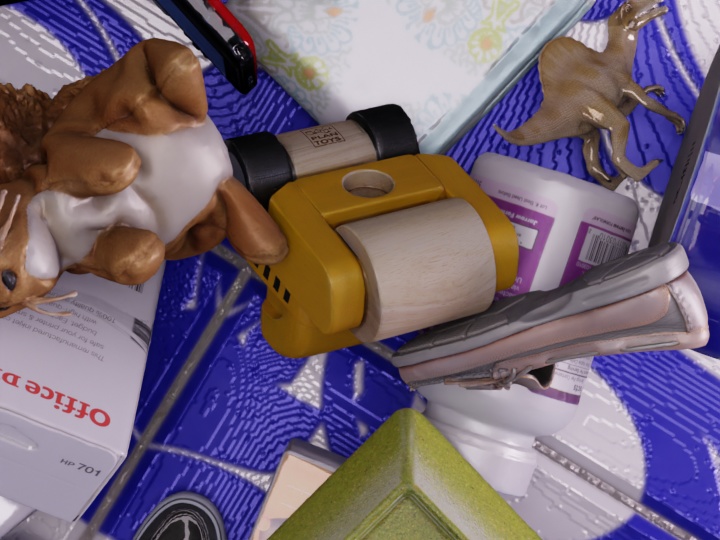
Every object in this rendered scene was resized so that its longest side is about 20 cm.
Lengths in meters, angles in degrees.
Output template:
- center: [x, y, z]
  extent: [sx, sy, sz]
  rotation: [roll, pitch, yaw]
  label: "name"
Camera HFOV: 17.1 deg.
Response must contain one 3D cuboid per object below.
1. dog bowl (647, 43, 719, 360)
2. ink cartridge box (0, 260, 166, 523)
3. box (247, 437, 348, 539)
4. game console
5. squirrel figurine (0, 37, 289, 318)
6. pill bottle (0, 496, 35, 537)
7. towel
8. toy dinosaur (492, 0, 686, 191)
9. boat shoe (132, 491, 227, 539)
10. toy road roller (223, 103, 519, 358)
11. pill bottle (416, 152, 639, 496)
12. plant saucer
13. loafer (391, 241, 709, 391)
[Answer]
- center: [0.232, -0.046, 1.462]
  extent: [0.078, 0.200, 0.201]
  rotation: [18, 91, 3]
  label: "dog bowl"
- center: [-0.207, 0.032, 1.456]
  extent: [0.146, 0.201, 0.086]
  rotation: [24, 136, -17]
  label: "ink cartridge box"
- center: [-0.013, 0.229, 1.518]
  extent: [0.152, 0.106, 0.201]
  rotation: [21, 91, 0]
  label: "box"
- center: [-0.159, -0.150, 1.464]
  extent: [0.119, 0.200, 0.172]
  rotation: [-42, 90, -2]
  label: "game console"
- center: [-0.178, -0.040, 1.390]
  extent: [0.186, 0.200, 0.142]
  rotation: [-34, 122, -18]
  label: "squirrel figurine"
- center: [-0.277, 0.081, 1.517]
  extent: [0.111, 0.111, 0.200]
  rotation: [-38, 91, 1]
  label: "pill bottle"
- center: [0.034, -0.174, 1.542]
  extent: [0.171, 0.048, 0.200]
  rotation: [44, 91, 3]
  label: "towel"
- center: [0.143, -0.099, 1.509]
  extent: [0.101, 0.058, 0.200]
  rotation: [51, 49, -6]
  label: "toy dinosaur"
- center: [-0.138, 0.242, 1.545]
  extent: [0.068, 0.057, 0.201]
  rotation: [20, 91, 1]
  label: "boat shoe"
- center: [0.000, 0.000, 1.457]
  extent: [0.122, 0.200, 0.147]
  rotation: [-14, 126, -23]
  label: "toy road roller"
- center: [0.095, 0.035, 1.510]
  extent: [0.112, 0.112, 0.201]
  rotation: [19, 91, 1]
  label: "pill bottle"
- center: [0.027, 0.220, 1.440]
  extent: [0.200, 0.048, 0.200]
  rotation: [-44, 90, 0]
  label: "plant saucer"
- center: [0.110, 0.044, 1.400]
  extent: [0.199, 0.072, 0.063]
  rotation: [-21, 98, 31]
  label: "loafer"
